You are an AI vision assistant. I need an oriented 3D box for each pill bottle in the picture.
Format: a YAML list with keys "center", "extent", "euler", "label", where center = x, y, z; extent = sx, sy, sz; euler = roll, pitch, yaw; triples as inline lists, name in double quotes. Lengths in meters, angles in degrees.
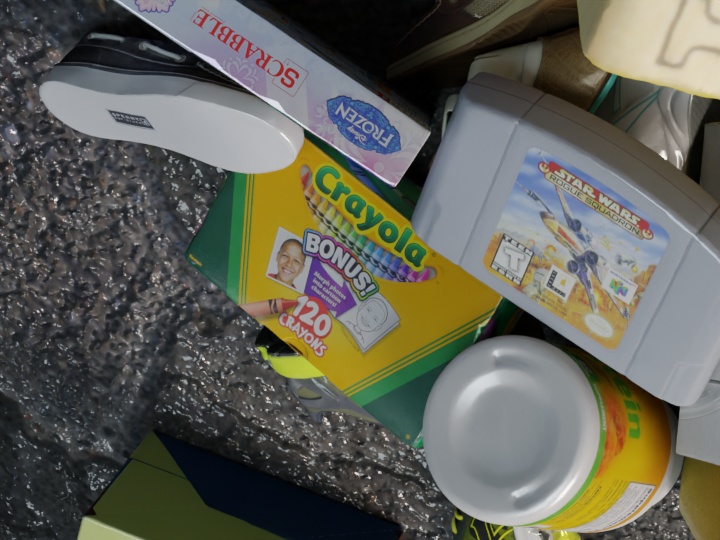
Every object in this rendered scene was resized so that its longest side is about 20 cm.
- center: [0.127, 0.103, 1.678]
  extent: [0.111, 0.200, 0.112]
  euler: [-4, 82, 26]
  label: "pill bottle"

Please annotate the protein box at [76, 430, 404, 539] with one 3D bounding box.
- center: [-0.101, 0.255, 1.903]
  extent: [0.198, 0.135, 0.201]
  euler: [21, 117, 9]
  label: "protein box"

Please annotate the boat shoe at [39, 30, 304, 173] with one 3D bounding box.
- center: [-0.108, -0.112, 1.696]
  extent: [0.199, 0.068, 0.072]
  euler: [11, 149, 39]
  label: "boat shoe"

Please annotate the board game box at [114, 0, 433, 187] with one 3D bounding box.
- center: [-0.049, -0.126, 1.608]
  extent: [0.199, 0.200, 0.041]
  euler: [34, 96, -1]
  label: "board game box"

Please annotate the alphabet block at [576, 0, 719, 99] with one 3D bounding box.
- center: [0.230, -0.212, 1.403]
  extent: [0.195, 0.196, 0.201]
  euler: [14, 128, -9]
  label: "alphabet block"

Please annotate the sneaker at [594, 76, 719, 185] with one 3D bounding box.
- center: [0.172, -0.072, 1.637]
  extent: [0.080, 0.070, 0.201]
  euler: [24, 127, 26]
  label: "sneaker"

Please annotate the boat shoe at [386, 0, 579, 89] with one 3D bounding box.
- center: [0.085, -0.165, 1.610]
  extent: [0.200, 0.072, 0.072]
  euler: [-29, 66, 48]
  label: "boat shoe"

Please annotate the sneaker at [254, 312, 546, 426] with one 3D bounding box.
- center: [0.034, 0.058, 1.782]
  extent: [0.199, 0.074, 0.081]
  euler: [-2, 131, 31]
  label: "sneaker"

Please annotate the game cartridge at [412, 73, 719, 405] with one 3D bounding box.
- center: [0.129, -0.021, 1.559]
  extent: [0.200, 0.042, 0.133]
  euler: [33, 142, 12]
  label: "game cartridge"

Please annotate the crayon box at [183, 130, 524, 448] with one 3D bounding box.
- center: [0.000, 0.000, 1.701]
  extent: [0.200, 0.058, 0.119]
  euler: [39, 114, 19]
  label: "crayon box"

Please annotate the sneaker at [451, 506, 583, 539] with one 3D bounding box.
- center: [0.094, 0.159, 1.814]
  extent: [0.084, 0.074, 0.201]
  euler: [3, 120, 29]
  label: "sneaker"

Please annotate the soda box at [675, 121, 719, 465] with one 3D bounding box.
- center: [0.236, 0.015, 1.604]
  extent: [0.068, 0.063, 0.201]
  euler: [15, 105, 45]
  label: "soda box"

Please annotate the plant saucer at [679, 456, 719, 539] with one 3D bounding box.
- center: [0.268, 0.205, 1.694]
  extent: [0.048, 0.200, 0.200]
  euler: [-38, 104, 6]
  label: "plant saucer"

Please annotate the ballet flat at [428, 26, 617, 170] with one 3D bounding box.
- center: [0.088, -0.093, 1.621]
  extent: [0.072, 0.068, 0.200]
  euler: [19, 153, -10]
  label: "ballet flat"
